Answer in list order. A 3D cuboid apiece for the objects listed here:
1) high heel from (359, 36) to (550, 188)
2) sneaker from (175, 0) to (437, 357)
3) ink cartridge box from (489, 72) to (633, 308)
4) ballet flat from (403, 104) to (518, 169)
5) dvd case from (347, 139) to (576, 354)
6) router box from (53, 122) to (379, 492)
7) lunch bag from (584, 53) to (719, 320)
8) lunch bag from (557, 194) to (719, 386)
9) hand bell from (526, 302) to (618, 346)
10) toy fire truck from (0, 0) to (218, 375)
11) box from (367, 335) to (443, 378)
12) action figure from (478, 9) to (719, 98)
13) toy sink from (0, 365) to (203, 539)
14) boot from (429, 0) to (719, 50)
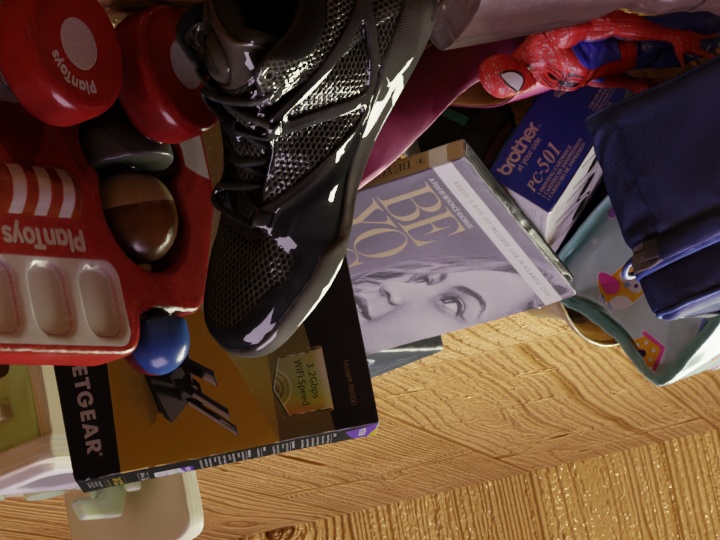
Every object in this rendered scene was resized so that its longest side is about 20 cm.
[{"bbox_3d":[0.041,-0.078,1.368,0.067,0.096,0.200,-24,163,41],"label":"high heel"},{"bbox_3d":[-0.048,-0.060,1.211,0.114,0.200,0.076,12,-164,-44],"label":"sneaker"},{"bbox_3d":[0.113,-0.051,1.538,0.044,0.094,0.200,31,167,10],"label":"ink cartridge box"},{"bbox_3d":[0.057,-0.059,1.569,0.068,0.068,0.200,29,161,10],"label":"ballet flat"},{"bbox_3d":[0.000,0.000,1.479,0.200,0.016,0.149,-18,142,21],"label":"dvd case"},{"bbox_3d":[-0.086,0.001,1.361,0.157,0.201,0.052,-12,170,-4],"label":"router box"},{"bbox_3d":[0.218,-0.044,1.361,0.200,0.133,0.136,-26,169,27],"label":"lunch bag"},{"bbox_3d":[0.218,-0.041,1.586,0.200,0.122,0.170,-54,167,14],"label":"lunch bag"},{"bbox_3d":[0.104,0.010,1.940,0.104,0.104,0.200,0,175,-44],"label":"hand bell"},{"bbox_3d":[-0.136,-0.033,1.228,0.112,0.168,0.200,-18,167,30],"label":"toy fire truck"},{"bbox_3d":[-0.083,0.033,1.766,0.182,0.104,0.200,0,163,-41],"label":"box"},{"bbox_3d":[0.153,-0.117,1.375,0.199,0.052,0.065,-10,163,-18],"label":"action figure"},{"bbox_3d":[-0.195,0.086,1.673,0.112,0.201,0.130,-2,166,-41],"label":"toy sink"},{"bbox_3d":[0.130,-0.146,1.227,0.199,0.064,0.186,-4,169,-15],"label":"boot"}]
